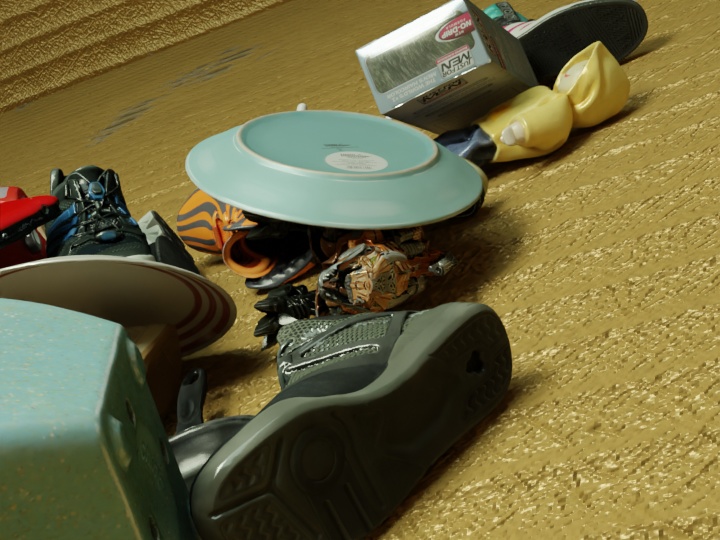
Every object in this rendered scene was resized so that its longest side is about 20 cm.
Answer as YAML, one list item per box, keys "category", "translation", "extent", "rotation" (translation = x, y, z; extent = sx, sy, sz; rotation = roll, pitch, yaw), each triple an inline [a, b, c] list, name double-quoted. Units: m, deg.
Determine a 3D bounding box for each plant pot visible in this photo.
- category: "plant pot"
  translation: [-0.174, 0.118, 0.511]
  extent: [0.199, 0.197, 0.196]
  rotation: [-17, 18, 0]

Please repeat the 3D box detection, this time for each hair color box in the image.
- category: "hair color box"
  translation: [0.081, -0.167, 1.053]
  extent: [0.099, 0.061, 0.200]
  rotation: [-24, -7, 18]

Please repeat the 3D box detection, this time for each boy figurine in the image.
- category: "boy figurine"
  translation: [0.124, -0.120, 1.001]
  extent: [0.199, 0.065, 0.124]
  rotation: [-25, 12, 5]

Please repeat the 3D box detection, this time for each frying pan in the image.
- category: "frying pan"
  translation: [-0.110, 0.110, 0.694]
  extent: [0.115, 0.031, 0.190]
  rotation: [-29, 16, -16]

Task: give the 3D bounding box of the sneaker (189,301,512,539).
- category: "sneaker"
  translation: [-0.022, 0.078, 0.614]
  extent: [0.114, 0.077, 0.199]
  rotation: [-6, 22, 46]

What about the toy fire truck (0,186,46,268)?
- category: "toy fire truck"
  translation: [-0.268, -0.012, 1.046]
  extent: [0.049, 0.200, 0.141]
  rotation: [-24, 47, 1]

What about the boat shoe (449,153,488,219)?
- category: "boat shoe"
  translation: [-0.005, -0.057, 0.919]
  extent: [0.199, 0.073, 0.065]
  rotation: [6, 54, 3]

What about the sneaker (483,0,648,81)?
- category: "sneaker"
  translation: [0.177, -0.225, 1.208]
  extent: [0.199, 0.084, 0.121]
  rotation: [-20, 28, 15]

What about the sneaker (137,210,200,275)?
- category: "sneaker"
  translation: [-0.173, 0.015, 0.991]
  extent: [0.088, 0.074, 0.200]
  rotation: [-39, 18, -4]

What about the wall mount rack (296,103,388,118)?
- category: "wall mount rack"
  translation: [-0.040, -0.099, 1.122]
  extent: [0.199, 0.075, 0.174]
  rotation: [-8, 23, 37]

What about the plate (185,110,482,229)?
- category: "plate"
  translation: [-0.016, -0.076, 0.824]
  extent: [0.199, 0.026, 0.200]
  rotation: [5, 23, -2]

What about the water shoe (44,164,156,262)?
- category: "water shoe"
  translation: [-0.199, -0.034, 0.896]
  extent: [0.071, 0.079, 0.200]
  rotation: [-10, 14, -22]

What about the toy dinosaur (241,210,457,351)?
- category: "toy dinosaur"
  translation: [0.000, 0.000, 0.813]
  extent: [0.135, 0.103, 0.200]
  rotation: [-3, -12, 13]

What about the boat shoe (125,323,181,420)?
- category: "boat shoe"
  translation: [-0.168, 0.086, 0.750]
  extent: [0.069, 0.074, 0.200]
  rotation: [0, 14, 11]

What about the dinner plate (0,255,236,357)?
- category: "dinner plate"
  translation: [-0.182, 0.026, 0.816]
  extent: [0.199, 0.024, 0.200]
  rotation: [-7, -22, -3]

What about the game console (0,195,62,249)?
- category: "game console"
  translation: [-0.307, 0.041, 0.845]
  extent: [0.172, 0.119, 0.200]
  rotation: [-7, 19, 31]

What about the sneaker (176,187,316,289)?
- category: "sneaker"
  translation: [-0.095, -0.035, 1.004]
  extent: [0.199, 0.078, 0.112]
  rotation: [-9, 22, 37]
